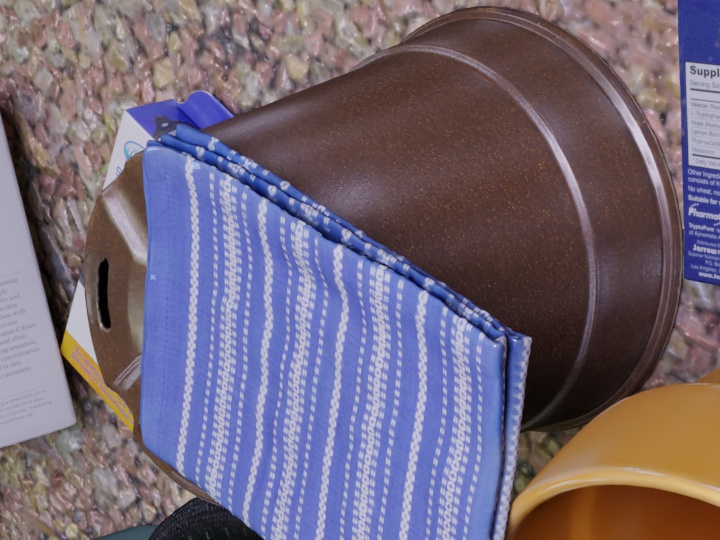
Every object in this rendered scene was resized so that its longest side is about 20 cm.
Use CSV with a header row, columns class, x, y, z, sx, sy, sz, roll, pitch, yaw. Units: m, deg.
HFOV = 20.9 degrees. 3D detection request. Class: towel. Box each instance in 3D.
class,x,y,z,sx,sy,sz,roll,pitch,yaw
towel,-0.021,0.046,0.702,0.199,0.024,0.146,32,126,42

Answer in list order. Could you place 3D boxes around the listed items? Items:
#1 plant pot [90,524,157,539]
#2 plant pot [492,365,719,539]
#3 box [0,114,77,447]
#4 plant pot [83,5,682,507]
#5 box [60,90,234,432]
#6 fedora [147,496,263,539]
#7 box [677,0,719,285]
class,x,y,z,sx,sy,sz,roll,pitch,yaw
plant pot,-0.175,0.246,1.113,0.199,0.195,0.202,19,118,41
plant pot,0.174,0.098,0.683,0.199,0.183,0.201,27,139,27
box,-0.252,0.004,1.159,0.124,0.097,0.202,0,105,66
plant pot,0.000,0.000,0.842,0.199,0.197,0.202,18,116,42
box,-0.099,0.004,1.065,0.119,0.041,0.201,43,133,29
fedora,-0.026,0.192,1.013,0.199,0.091,0.203,12,109,37
box,0.176,-0.087,0.746,0.120,0.032,0.202,12,115,43
